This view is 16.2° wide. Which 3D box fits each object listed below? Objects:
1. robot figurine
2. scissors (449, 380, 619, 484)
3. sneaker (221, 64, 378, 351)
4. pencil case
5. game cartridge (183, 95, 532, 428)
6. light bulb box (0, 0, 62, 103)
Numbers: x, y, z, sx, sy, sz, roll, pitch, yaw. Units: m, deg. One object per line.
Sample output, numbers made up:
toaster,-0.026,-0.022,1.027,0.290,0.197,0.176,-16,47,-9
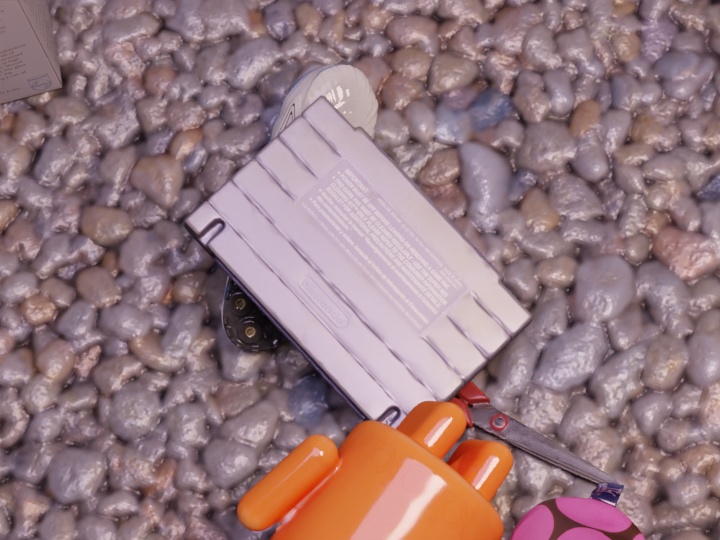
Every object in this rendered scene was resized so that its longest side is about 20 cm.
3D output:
robot figurine,0.007,0.171,1.529,0.116,0.144,0.200,28,76,40
scissors,0.074,0.097,1.614,0.073,0.014,0.200,-42,66,-12
sneaker,-0.041,-0.039,1.677,0.071,0.072,0.201,22,81,-11
pencil case,0.122,0.215,1.461,0.093,0.091,0.200,13,35,3
game cartridge,0.000,0.000,1.618,0.130,0.038,0.200,-42,84,-14
light bulb box,-0.298,-0.239,1.733,0.124,0.200,0.199,-15,63,2
